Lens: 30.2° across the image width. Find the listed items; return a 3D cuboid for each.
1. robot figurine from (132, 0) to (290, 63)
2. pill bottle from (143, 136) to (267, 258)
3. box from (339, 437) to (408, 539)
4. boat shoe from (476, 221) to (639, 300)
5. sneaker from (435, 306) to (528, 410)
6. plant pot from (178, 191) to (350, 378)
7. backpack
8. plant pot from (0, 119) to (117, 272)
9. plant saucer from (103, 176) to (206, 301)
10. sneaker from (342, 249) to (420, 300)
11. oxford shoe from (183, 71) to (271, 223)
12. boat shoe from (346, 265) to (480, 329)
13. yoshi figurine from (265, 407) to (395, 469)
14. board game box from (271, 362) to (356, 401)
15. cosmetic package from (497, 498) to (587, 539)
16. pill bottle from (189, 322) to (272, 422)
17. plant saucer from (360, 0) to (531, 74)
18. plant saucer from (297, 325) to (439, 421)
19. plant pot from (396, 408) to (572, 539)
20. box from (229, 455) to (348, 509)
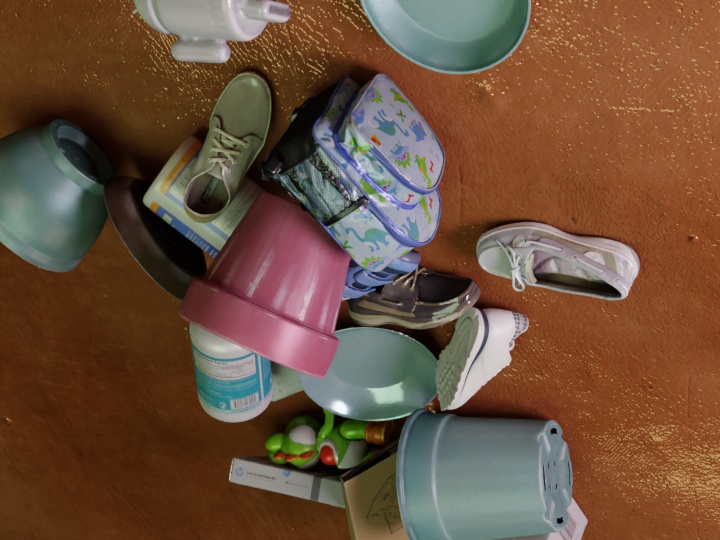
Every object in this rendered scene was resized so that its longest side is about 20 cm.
[{"bbox_3d":[-0.176,-0.321,1.509,0.198,0.113,0.171,8,94,23],"label":"robot figurine"},{"bbox_3d":[-0.174,-0.073,1.738,0.199,0.112,0.112,37,137,-6],"label":"pill bottle"},{"bbox_3d":[0.050,0.333,1.953,0.021,0.163,0.201,38,148,41],"label":"box"},{"bbox_3d":[0.230,-0.006,1.597,0.200,0.065,0.075,11,133,22],"label":"boat shoe"},{"bbox_3d":[0.154,0.122,1.751,0.080,0.077,0.200,-3,146,-21],"label":"sneaker"},{"bbox_3d":[-0.099,0.011,1.620,0.199,0.180,0.200,23,179,0],"label":"plant pot"},{"bbox_3d":[0.012,-0.112,1.541,0.146,0.183,0.200,-29,110,30],"label":"backpack"},{"bbox_3d":[-0.413,-0.117,1.799,0.134,0.201,0.200,-40,105,19],"label":"plant pot"},{"bbox_3d":[-0.265,-0.049,1.776,0.032,0.201,0.201,-33,111,13],"label":"plant saucer"},{"bbox_3d":[0.000,0.000,1.693,0.074,0.083,0.199,17,169,-38],"label":"sneaker"},{"bbox_3d":[-0.164,-0.147,1.639,0.075,0.058,0.201,25,99,-3],"label":"oxford shoe"},{"bbox_3d":[0.058,0.028,1.723,0.199,0.075,0.074,-6,125,33],"label":"boat shoe"},{"bbox_3d":[-0.041,0.248,1.989,0.198,0.113,0.112,-5,162,18],"label":"yoshi figurine"},{"bbox_3d":[-0.127,0.089,1.923,0.199,0.026,0.200,-25,114,42],"label":"board game box"},{"bbox_3d":[0.219,0.387,1.939,0.199,0.102,0.071,-14,122,39],"label":"cosmetic package"},{"bbox_3d":[-0.182,0.110,1.873,0.110,0.111,0.201,16,134,17],"label":"pill bottle"},{"bbox_3d":[0.092,-0.305,1.425,0.199,0.036,0.201,16,135,16],"label":"plant saucer"},{"bbox_3d":[0.013,0.133,1.846,0.199,0.039,0.202,2,135,2],"label":"plant saucer"},{"bbox_3d":[0.176,0.283,1.816,0.195,0.201,0.201,-7,126,24],"label":"plant pot"},{"bbox_3d":[-0.075,0.319,2.024,0.198,0.042,0.156,7,177,24],"label":"box"}]
